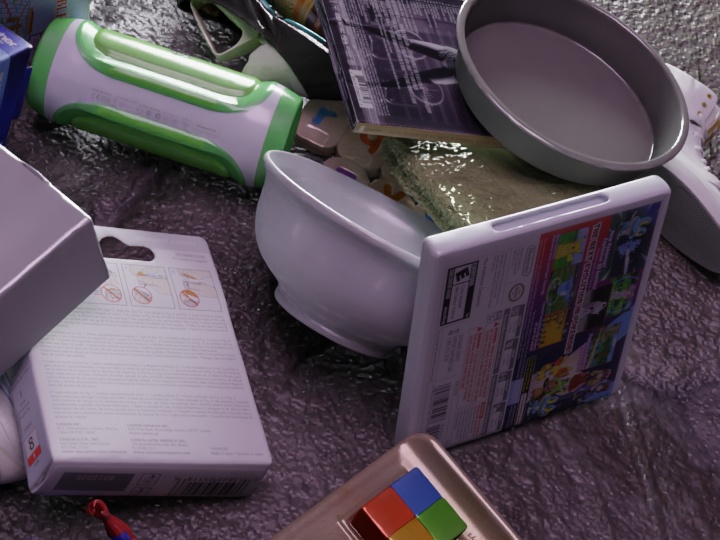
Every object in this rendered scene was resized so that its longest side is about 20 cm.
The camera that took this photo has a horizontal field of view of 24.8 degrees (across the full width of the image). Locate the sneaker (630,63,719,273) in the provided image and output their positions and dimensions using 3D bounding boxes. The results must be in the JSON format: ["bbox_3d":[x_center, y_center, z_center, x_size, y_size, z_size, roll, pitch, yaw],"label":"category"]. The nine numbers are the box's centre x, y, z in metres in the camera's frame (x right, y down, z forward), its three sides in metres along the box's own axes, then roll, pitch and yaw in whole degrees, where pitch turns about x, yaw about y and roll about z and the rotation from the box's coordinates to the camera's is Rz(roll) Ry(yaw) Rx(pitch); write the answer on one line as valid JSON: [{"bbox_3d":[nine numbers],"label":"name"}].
[{"bbox_3d":[0.269,-0.095,1.332,0.115,0.074,0.200,-28,64,-25],"label":"sneaker"}]

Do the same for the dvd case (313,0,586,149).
[{"bbox_3d":[0.068,-0.155,1.262,0.199,0.016,0.149,3,52,-26],"label":"dvd case"}]

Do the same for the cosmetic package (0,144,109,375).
[{"bbox_3d":[-0.269,0.019,1.030,0.113,0.081,0.200,39,66,22],"label":"cosmetic package"}]

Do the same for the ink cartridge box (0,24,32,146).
[{"bbox_3d":[-0.312,-0.101,1.148,0.076,0.137,0.200,32,37,9],"label":"ink cartridge box"}]

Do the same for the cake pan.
[{"bbox_3d":[0.157,-0.141,1.257,0.200,0.037,0.201,16,45,-17],"label":"cake pan"}]

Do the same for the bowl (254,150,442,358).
[{"bbox_3d":[0.000,0.000,1.168,0.201,0.091,0.201,28,10,-6],"label":"bowl"}]

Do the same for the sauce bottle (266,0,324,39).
[{"bbox_3d":[-0.074,-0.263,1.382,0.066,0.066,0.200,-29,58,-29],"label":"sauce bottle"}]

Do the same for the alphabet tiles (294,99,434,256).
[{"bbox_3d":[0.050,-0.096,1.320,0.199,0.015,0.196,27,54,7],"label":"alphabet tiles"}]

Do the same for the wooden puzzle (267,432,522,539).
[{"bbox_3d":[0.030,0.220,1.056,0.200,0.046,0.185,-34,76,-30],"label":"wooden puzzle"}]

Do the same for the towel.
[{"bbox_3d":[0.110,-0.053,1.221,0.148,0.037,0.200,-3,32,-26],"label":"towel"}]

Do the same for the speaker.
[{"bbox_3d":[-0.149,-0.128,1.255,0.199,0.089,0.089,18,53,1],"label":"speaker"}]

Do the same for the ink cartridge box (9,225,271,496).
[{"bbox_3d":[-0.161,0.060,1.116,0.162,0.050,0.200,6,47,-33],"label":"ink cartridge box"}]

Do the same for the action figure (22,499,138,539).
[{"bbox_3d":[-0.187,0.180,1.021,0.199,0.099,0.065,7,54,-11],"label":"action figure"}]

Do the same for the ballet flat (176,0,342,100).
[{"bbox_3d":[-0.078,-0.181,1.324,0.068,0.068,0.200,-43,59,-6],"label":"ballet flat"}]

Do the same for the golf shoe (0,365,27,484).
[{"bbox_3d":[-0.262,0.059,1.117,0.097,0.078,0.201,-1,59,-34],"label":"golf shoe"}]

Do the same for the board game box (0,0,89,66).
[{"bbox_3d":[-0.296,-0.213,1.212,0.199,0.200,0.041,-19,61,-25],"label":"board game box"}]

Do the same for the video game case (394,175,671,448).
[{"bbox_3d":[0.115,0.035,1.126,0.182,0.200,0.023,-15,46,-22],"label":"video game case"}]
